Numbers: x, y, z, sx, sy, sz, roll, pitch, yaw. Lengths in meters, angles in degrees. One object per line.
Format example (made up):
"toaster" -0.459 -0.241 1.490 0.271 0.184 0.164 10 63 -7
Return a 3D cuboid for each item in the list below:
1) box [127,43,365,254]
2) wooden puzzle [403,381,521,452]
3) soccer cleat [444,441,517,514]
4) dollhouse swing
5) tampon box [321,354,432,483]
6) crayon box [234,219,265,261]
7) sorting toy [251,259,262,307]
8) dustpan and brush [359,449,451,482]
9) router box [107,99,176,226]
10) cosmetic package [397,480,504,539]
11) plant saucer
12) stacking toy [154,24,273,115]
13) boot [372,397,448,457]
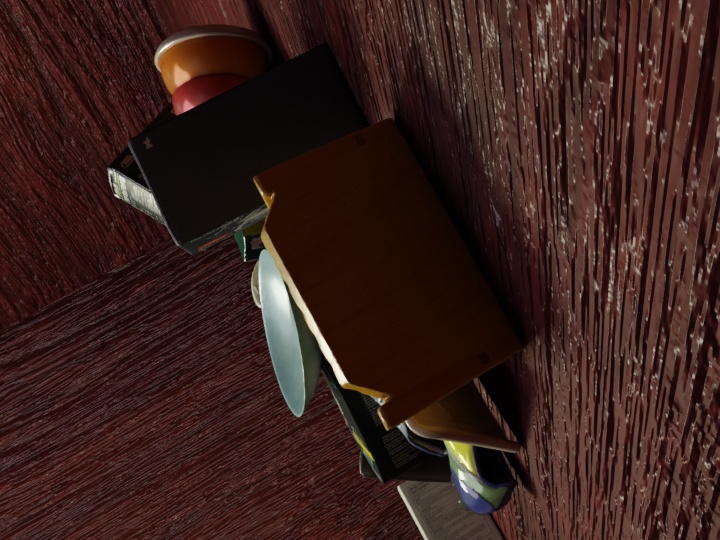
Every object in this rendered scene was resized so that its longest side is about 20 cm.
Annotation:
"box" -0.104 -0.107 0.923 0.106 0.197 0.182 62 174 -1
"wooden puzzle" 0.051 0.087 0.890 0.184 0.037 0.201 23 -152 -55
"soccer cleat" 0.109 0.156 1.021 0.084 0.064 0.203 -53 53 46
"dollhouse swing" 0.007 0.019 0.772 0.202 0.180 0.176 60 153 9
"tampon box" 0.023 0.133 1.227 0.202 0.125 0.150 66 171 -30
"crayon box" -0.122 -0.110 1.287 0.051 0.124 0.202 97 156 -49
"sorting toy" -0.079 -0.011 1.436 0.199 0.107 0.182 29 -152 -48
"dustpan and brush" 0.074 0.220 1.332 0.200 0.136 0.059 -69 -20 -75
"router box" -0.199 -0.144 1.222 0.148 0.201 0.063 28 150 15
"cosmetic package" 0.145 0.386 1.413 0.202 0.102 0.073 61 174 21
"plant saucer" -0.080 0.072 1.159 0.201 0.038 0.205 168 90 -75
"stacking toy" -0.170 -0.177 1.155 0.146 0.143 0.204 96 169 -79
"boot" 0.041 0.130 1.083 0.199 0.073 0.091 35 -154 -31
